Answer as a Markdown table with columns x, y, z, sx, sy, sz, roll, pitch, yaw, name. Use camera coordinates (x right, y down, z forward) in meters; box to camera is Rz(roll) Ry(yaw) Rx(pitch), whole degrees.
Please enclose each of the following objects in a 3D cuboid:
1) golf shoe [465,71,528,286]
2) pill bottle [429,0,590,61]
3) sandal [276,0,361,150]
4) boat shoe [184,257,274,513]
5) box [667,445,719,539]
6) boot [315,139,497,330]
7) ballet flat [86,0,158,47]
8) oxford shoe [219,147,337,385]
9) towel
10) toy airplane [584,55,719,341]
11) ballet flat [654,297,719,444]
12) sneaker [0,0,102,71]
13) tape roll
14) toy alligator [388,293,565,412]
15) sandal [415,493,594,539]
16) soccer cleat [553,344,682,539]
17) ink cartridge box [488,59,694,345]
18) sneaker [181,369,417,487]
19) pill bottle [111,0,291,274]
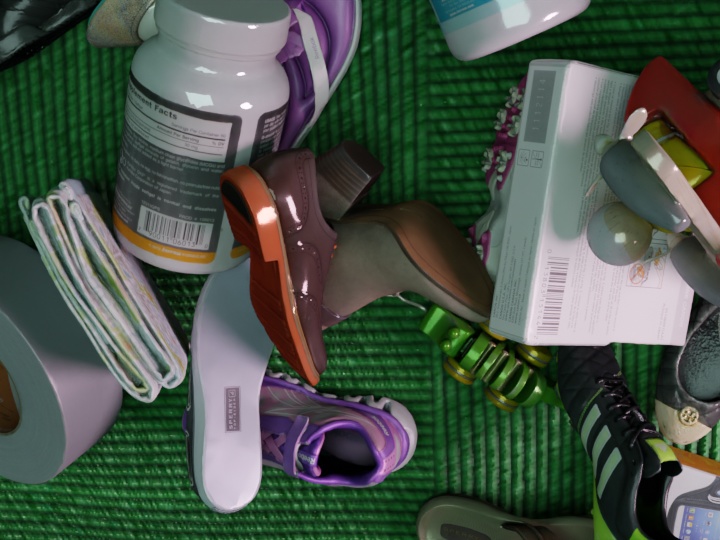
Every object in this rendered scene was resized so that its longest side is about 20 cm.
| x | y | z | sx | sy | sz | roll | pitch | yaw | name |
| --- | --- | --- | --- | --- | --- | --- | --- | --- | --- |
| 0.138 | -0.058 | 0.875 | 0.091 | 0.075 | 0.200 | 9 | 110 | -8 | golf shoe |
| 0.081 | -0.261 | 0.803 | 0.111 | 0.111 | 0.200 | -21 | 100 | 12 | pill bottle |
| -0.055 | -0.154 | 0.878 | 0.082 | 0.050 | 0.203 | 21 | 108 | 2 | sandal |
| -0.109 | 0.090 | 0.899 | 0.070 | 0.066 | 0.200 | 2 | 83 | -28 | boat shoe |
| 0.297 | 0.222 | 0.933 | 0.200 | 0.041 | 0.119 | 18 | 106 | 1 | box |
| 0.000 | 0.000 | 0.885 | 0.200 | 0.070 | 0.146 | 50 | 126 | 14 | boot |
| -0.124 | -0.218 | 0.858 | 0.200 | 0.068 | 0.067 | -36 | 75 | 15 | ballet flat |
| -0.043 | 0.002 | 0.832 | 0.072 | 0.071 | 0.200 | -29 | 132 | -21 | oxford shoe |
| -0.193 | 0.011 | 0.864 | 0.048 | 0.200 | 0.171 | -30 | 98 | -3 | towel |
| 0.223 | -0.029 | 0.749 | 0.141 | 0.199 | 0.200 | -21 | 107 | 22 | toy airplane |
| 0.287 | 0.050 | 0.881 | 0.066 | 0.057 | 0.200 | 24 | 106 | 2 | ballet flat |
| -0.247 | -0.244 | 0.880 | 0.200 | 0.060 | 0.104 | -31 | 99 | 8 | sneaker |
| -0.289 | 0.073 | 0.913 | 0.200 | 0.066 | 0.201 | 19 | 127 | 28 | tape roll |
| 0.089 | 0.061 | 0.911 | 0.200 | 0.054 | 0.059 | 34 | 105 | -2 | toy alligator |
| 0.136 | 0.239 | 0.927 | 0.201 | 0.057 | 0.080 | 6 | 99 | 23 | sandal |
| 0.205 | 0.130 | 0.871 | 0.081 | 0.067 | 0.200 | -31 | 63 | 50 | soccer cleat |
| 0.187 | -0.044 | 0.842 | 0.176 | 0.045 | 0.200 | 4 | 97 | -36 | ink cartridge box |
| -0.055 | 0.138 | 0.933 | 0.200 | 0.088 | 0.081 | 8 | 106 | 7 | sneaker |
| -0.116 | -0.107 | 0.831 | 0.116 | 0.116 | 0.200 | 17 | 120 | 3 | pill bottle |
